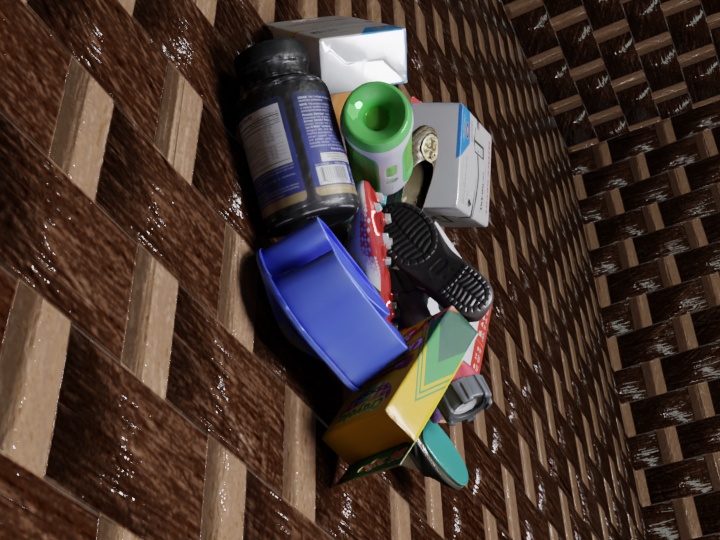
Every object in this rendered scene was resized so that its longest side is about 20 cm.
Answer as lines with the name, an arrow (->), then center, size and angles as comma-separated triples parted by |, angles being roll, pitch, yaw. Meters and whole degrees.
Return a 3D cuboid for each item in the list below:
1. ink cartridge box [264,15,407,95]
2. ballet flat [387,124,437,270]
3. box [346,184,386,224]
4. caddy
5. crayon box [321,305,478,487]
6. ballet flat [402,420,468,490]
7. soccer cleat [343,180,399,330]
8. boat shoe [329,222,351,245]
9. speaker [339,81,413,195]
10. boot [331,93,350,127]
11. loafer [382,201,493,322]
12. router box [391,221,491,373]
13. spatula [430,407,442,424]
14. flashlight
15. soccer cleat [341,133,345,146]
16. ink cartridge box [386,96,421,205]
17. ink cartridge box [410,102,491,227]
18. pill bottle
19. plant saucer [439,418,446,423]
ink cartridge box -> -0.036, -0.272, 1.253 | 0.200, 0.114, 0.069 | -143, -134, -59
ballet flat -> 0.067, -0.091, 1.328 | 0.067, 0.046, 0.202 | 15, 96, -43
box -> 0.012, -0.118, 1.371 | 0.201, 0.049, 0.083 | -78, -175, -53
caddy -> -0.037, 0.044, 1.083 | 0.200, 0.104, 0.142 | 52, 7, -37
crayon box -> 0.037, 0.137, 1.097 | 0.051, 0.127, 0.201 | 45, 49, -11
ballet flat -> 0.058, 0.196, 1.243 | 0.201, 0.068, 0.068 | 57, 27, -16
soccer cleat -> -0.002, -0.007, 1.186 | 0.069, 0.084, 0.202 | -80, 165, -62
boat shoe -> 0.000, 0.000, 1.283 | 0.200, 0.056, 0.068 | 44, 34, -53
speaker -> 0.021, -0.150, 1.182 | 0.200, 0.087, 0.090 | 77, -1, -78
boot -> -0.046, -0.153, 1.280 | 0.200, 0.073, 0.156 | -34, 106, -59
loafer -> 0.084, -0.002, 1.233 | 0.200, 0.073, 0.071 | 50, -11, 29
router box -> 0.110, 0.067, 1.396 | 0.180, 0.048, 0.201 | 51, 39, -33
spatula -> 0.113, 0.127, 1.300 | 0.057, 0.020, 0.200 | 56, 27, -8
flashlight -> 0.091, 0.090, 1.235 | 0.201, 0.067, 0.068 | 63, -31, 32
soccer cleat -> -0.029, -0.232, 1.411 | 0.086, 0.070, 0.201 | 45, 27, -23
ink cartridge box -> 0.088, -0.142, 1.503 | 0.161, 0.050, 0.202 | 7, 103, -70
ink cartridge box -> 0.130, -0.148, 1.456 | 0.200, 0.083, 0.148 | 14, 78, -70
pill bottle -> -0.077, -0.148, 1.123 | 0.112, 0.111, 0.203 | 5, 69, -69
plant saucer -> 0.094, 0.117, 1.426 | 0.200, 0.032, 0.203 | 30, 52, -48
